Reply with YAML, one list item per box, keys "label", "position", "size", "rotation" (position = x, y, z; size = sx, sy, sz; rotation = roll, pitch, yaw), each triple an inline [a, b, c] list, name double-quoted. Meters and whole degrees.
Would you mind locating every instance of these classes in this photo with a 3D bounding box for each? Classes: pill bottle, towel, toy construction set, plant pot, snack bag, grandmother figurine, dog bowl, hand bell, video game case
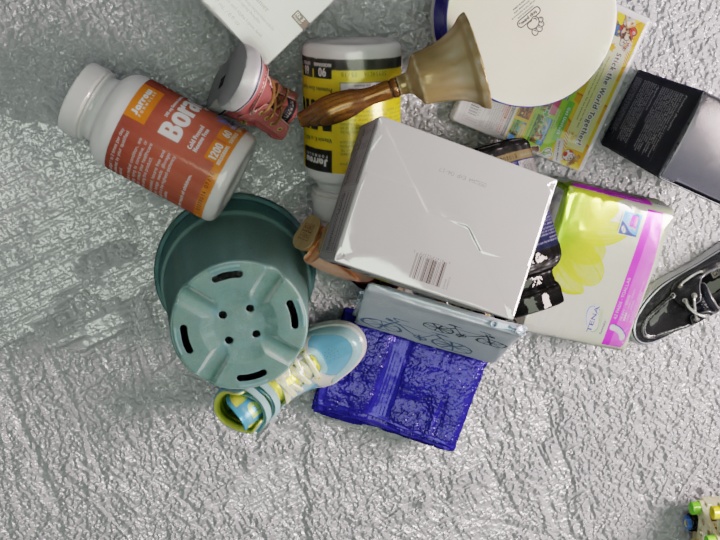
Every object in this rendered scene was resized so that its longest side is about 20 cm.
- label: "pill bottle"
  position: [0.173, -0.048, 1.214]
  size: [0.112, 0.112, 0.200]
  rotation: [-17, 90, -2]
- label: "towel"
  position: [0.049, 0.144, 1.304]
  size: [0.200, 0.050, 0.148]
  rotation: [17, 106, -4]
- label: "pill bottle"
  position: [-0.227, -0.147, 1.144]
  size: [0.200, 0.112, 0.112]
  rotation: [28, 102, -4]
- label: "toy construction set"
  position: [0.488, 0.397, 1.419]
  size: [0.092, 0.131, 0.200]
  rotation: [12, 106, -11]
- label: "plant pot"
  position: [-0.141, 0.030, 1.178]
  size: [0.200, 0.196, 0.201]
  rotation: [-2, 107, -8]
- label: "snack bag"
  position: [0.083, 0.059, 1.183]
  size: [0.188, 0.200, 0.021]
  rotation: [17, 75, 1]
- label: "grandmother figurine"
  position: [0.000, 0.000, 1.226]
  size: [0.200, 0.121, 0.061]
  rotation: [37, 82, -48]
- label: "dog bowl"
  position: [0.183, -0.287, 1.160]
  size: [0.200, 0.079, 0.201]
  rotation: [-2, 108, -7]
- label: "pill bottle"
  position: [-0.009, -0.162, 1.177]
  size: [0.114, 0.114, 0.200]
  rotation: [-3, 107, -7]
- label: "hand bell"
  position: [0.029, -0.191, 1.085]
  size: [0.200, 0.104, 0.104]
  rotation: [-17, 109, 5]
- label: "video game case"
  position: [0.227, -0.242, 1.234]
  size: [0.182, 0.023, 0.200]
  rotation: [20, 103, -13]

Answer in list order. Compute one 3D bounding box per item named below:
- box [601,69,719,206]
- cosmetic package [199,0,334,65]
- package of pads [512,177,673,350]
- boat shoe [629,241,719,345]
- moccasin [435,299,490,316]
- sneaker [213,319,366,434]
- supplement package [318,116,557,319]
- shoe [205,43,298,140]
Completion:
- label: "box"
  position: [0.394, -0.147, 1.193]
  size: [0.148, 0.200, 0.104]
  rotation: [22, 104, -14]
- label: "cosmetic package"
  position: [-0.072, -0.335, 1.130]
  size: [0.200, 0.081, 0.113]
  rotation: [-44, 106, 8]
- label: "package of pads"
  position: [0.285, -0.007, 1.293]
  size: [0.154, 0.068, 0.200]
  rotation: [12, 105, -12]
- label: "boat shoe"
  position: [0.436, 0.034, 1.327]
  size: [0.200, 0.068, 0.072]
  rotation: [-34, 109, 4]
- label: "moccasin"
  position: [0.108, 0.009, 1.268]
  size: [0.074, 0.078, 0.202]
  rotation: [-22, 109, -1]
- label: "sneaker"
  position: [-0.088, 0.135, 1.226]
  size: [0.200, 0.131, 0.080]
  rotation: [-28, 100, 22]
- label: "supplement package"
  position: [0.078, -0.053, 1.085]
  size: [0.200, 0.111, 0.156]
  rotation: [18, 89, -11]
- label: "shoe"
  position: [-0.106, -0.191, 1.114]
  size: [0.091, 0.200, 0.072]
  rotation: [18, 88, -17]
